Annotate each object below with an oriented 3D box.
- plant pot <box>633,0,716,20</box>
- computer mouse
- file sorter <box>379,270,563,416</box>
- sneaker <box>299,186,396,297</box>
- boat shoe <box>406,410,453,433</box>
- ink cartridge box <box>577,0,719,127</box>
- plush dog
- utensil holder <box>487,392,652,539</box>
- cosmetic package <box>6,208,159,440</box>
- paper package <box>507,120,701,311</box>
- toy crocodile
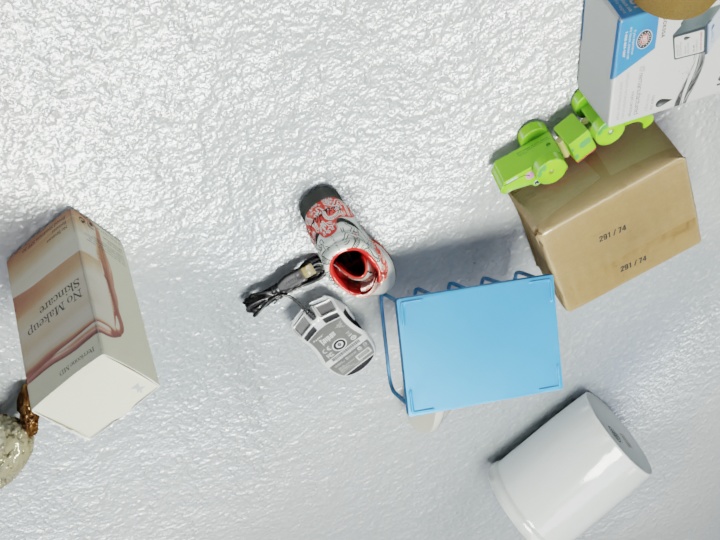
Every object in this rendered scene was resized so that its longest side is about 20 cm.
[{"bbox_3d":[0.316,-0.343,1.087,0.183,0.188,0.201,-17,147,-10],"label":"plant pot"},{"bbox_3d":[-0.051,0.062,1.407,0.109,0.044,0.200,-36,133,4],"label":"computer mouse"},{"bbox_3d":[0.130,0.083,1.414,0.196,0.123,0.142,-8,98,-13],"label":"file sorter"},{"bbox_3d":[-0.001,0.000,1.316,0.067,0.109,0.202,-30,139,6],"label":"sneaker"},{"bbox_3d":[0.119,0.135,1.556,0.068,0.071,0.203,-27,137,-44],"label":"boat shoe"},{"bbox_3d":[0.344,-0.261,1.244,0.197,0.087,0.148,-17,139,-9],"label":"ink cartridge box"},{"bbox_3d":[-0.440,0.205,1.290,0.199,0.162,0.171,-39,161,15],"label":"plush dog"},{"bbox_3d":[0.322,0.311,1.763,0.200,0.171,0.169,-43,137,16],"label":"utensil holder"},{"bbox_3d":[-0.282,0.052,1.151,0.103,0.202,0.087,-36,140,12],"label":"cosmetic package"},{"bbox_3d":[0.299,-0.071,1.403,0.198,0.104,0.191,-29,141,2],"label":"paper package"},{"bbox_3d":[0.242,-0.149,1.319,0.198,0.068,0.062,-32,140,7],"label":"toy crocodile"}]
